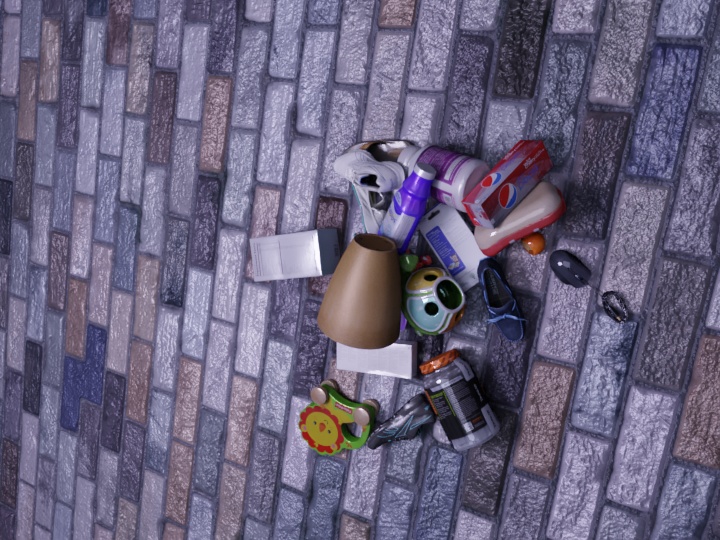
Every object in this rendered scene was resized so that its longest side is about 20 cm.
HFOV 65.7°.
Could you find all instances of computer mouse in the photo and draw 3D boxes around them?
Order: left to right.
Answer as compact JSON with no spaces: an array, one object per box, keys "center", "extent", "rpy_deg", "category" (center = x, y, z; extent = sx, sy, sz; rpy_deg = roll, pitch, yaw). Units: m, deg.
[{"center":[0.473,0.033,1.157],"extent":[0.200,0.034,0.059],"rpy_deg":[44,110,15],"category":"computer mouse"}]

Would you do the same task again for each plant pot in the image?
[{"center":[0.012,0.030,1.183],"extent":[0.185,0.186,0.202],"rpy_deg":[21,116,22],"category":"plant pot"}]

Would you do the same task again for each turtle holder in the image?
[{"center":[0.158,0.047,1.227],"extent":[0.132,0.139,0.188],"rpy_deg":[146,111,-66],"category":"turtle holder"}]

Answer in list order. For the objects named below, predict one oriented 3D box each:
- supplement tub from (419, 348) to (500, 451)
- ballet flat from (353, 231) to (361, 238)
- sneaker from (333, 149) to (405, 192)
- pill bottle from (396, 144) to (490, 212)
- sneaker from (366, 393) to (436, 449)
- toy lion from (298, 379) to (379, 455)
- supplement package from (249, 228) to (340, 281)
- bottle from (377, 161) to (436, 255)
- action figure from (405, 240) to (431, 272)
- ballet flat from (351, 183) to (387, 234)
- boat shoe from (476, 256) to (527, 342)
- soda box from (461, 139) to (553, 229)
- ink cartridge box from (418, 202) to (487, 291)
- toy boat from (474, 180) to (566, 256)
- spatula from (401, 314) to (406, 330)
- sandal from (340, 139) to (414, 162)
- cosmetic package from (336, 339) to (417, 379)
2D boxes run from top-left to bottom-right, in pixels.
[{"center":[0.218,0.286,1.250],"extent":[0.122,0.122,0.202],"rpy_deg":[-28,83,24],"category":"supplement tub"},{"center":[0.000,0.000,1.299],"extent":[0.063,0.076,0.202],"rpy_deg":[7,125,-6],"category":"ballet flat"},{"center":[0.006,-0.223,1.260],"extent":[0.199,0.087,0.075],"rpy_deg":[21,125,40],"category":"sneaker"},{"center":[0.176,-0.208,1.214],"extent":[0.199,0.112,0.113],"rpy_deg":[30,107,39],"category":"pill bottle"},{"center":[0.095,0.383,1.343],"extent":[0.200,0.075,0.079],"rpy_deg":[-44,79,22],"category":"sneaker"},{"center":[-0.066,0.394,1.431],"extent":[0.198,0.069,0.194],"rpy_deg":[20,110,22],"category":"toy lion"},{"center":[-0.163,-0.039,1.404],"extent":[0.198,0.109,0.115],"rpy_deg":[-4,93,25],"category":"supplement package"},{"center":[0.099,-0.131,1.185],"extent":[0.084,0.065,0.201],"rpy_deg":[-106,33,-49],"category":"bottle"},{"center":[0.071,-0.038,1.318],"extent":[0.198,0.065,0.100],"rpy_deg":[-3,102,25],"category":"action figure"},{"center":[0.031,-0.141,1.306],"extent":[0.069,0.069,0.202],"rpy_deg":[-28,60,24],"category":"ballet flat"},{"center":[0.295,0.072,1.204],"extent":[0.084,0.069,0.201],"rpy_deg":[-27,100,21],"category":"boat shoe"},{"center":[0.300,-0.178,1.138],"extent":[0.200,0.070,0.063],"rpy_deg":[-45,29,-14],"category":"soda box"},{"center":[0.216,-0.058,1.265],"extent":[0.099,0.039,0.201],"rpy_deg":[-36,81,23],"category":"ink cartridge box"},{"center":[0.343,-0.086,1.173],"extent":[0.199,0.131,0.131],"rpy_deg":[-27,113,24],"category":"toy boat"},{"center":[0.028,0.089,1.376],"extent":[0.198,0.020,0.057],"rpy_deg":[19,104,23],"category":"spatula"},{"center":[0.034,-0.269,1.321],"extent":[0.198,0.054,0.083],"rpy_deg":[0,95,25],"category":"sandal"},{"center":[0.039,0.207,1.365],"extent":[0.198,0.051,0.084],"rpy_deg":[4,98,24],"category":"cosmetic package"}]
